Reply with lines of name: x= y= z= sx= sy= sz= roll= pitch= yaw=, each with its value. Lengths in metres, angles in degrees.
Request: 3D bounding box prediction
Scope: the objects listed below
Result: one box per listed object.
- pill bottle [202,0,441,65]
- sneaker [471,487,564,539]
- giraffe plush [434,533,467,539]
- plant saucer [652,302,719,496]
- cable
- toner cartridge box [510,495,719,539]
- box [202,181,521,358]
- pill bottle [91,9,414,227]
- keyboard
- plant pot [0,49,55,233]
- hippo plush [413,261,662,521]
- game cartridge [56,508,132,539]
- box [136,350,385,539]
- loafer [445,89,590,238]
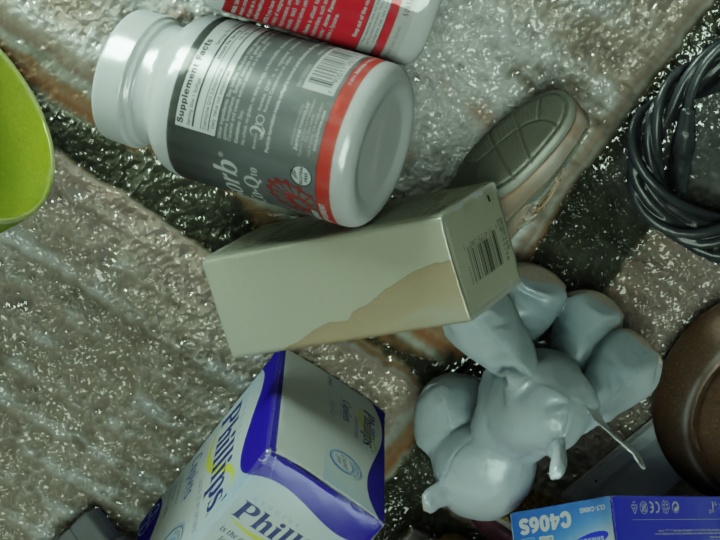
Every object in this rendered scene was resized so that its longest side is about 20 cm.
pill bottle: x=-0.043 y=-0.218 z=1.425 sx=0.200 sy=0.112 sz=0.112 roll=16 pitch=112 yaw=-8
sneaker: x=0.161 y=0.240 z=1.642 sx=0.200 sy=0.075 sz=0.090 roll=27 pitch=115 yaw=-12
giraffe plush: x=0.044 y=0.314 z=1.647 sx=0.162 sy=0.173 sz=0.200 roll=-31 pitch=151 yaw=25
plant saucer: x=0.324 y=0.105 z=1.603 sx=0.200 sy=0.035 sz=0.201 roll=-2 pitch=116 yaw=-4
cable: x=0.289 y=-0.098 z=1.521 sx=0.163 sy=0.051 sz=0.200 roll=39 pitch=110 yaw=-10
toner cartridge box: x=0.211 y=0.193 z=1.559 sx=0.095 sy=0.200 sz=0.043 roll=-18 pitch=73 yaw=42
box: x=0.000 y=0.000 z=1.485 sx=0.200 sy=0.095 sz=0.078 roll=-10 pitch=103 yaw=32
pill bottle: x=-0.074 y=-0.109 z=1.442 sx=0.200 sy=0.116 sz=0.116 roll=17 pitch=114 yaw=19
keyboard: x=0.247 y=0.131 z=1.635 sx=0.200 sy=0.011 sz=0.056 roll=-42 pitch=112 yaw=16
plant pot: x=-0.348 y=-0.063 z=1.469 sx=0.200 sy=0.187 sz=0.187 roll=-35 pitch=110 yaw=29
hippo plush: x=0.126 y=0.110 z=1.555 sx=0.159 sy=0.200 sz=0.161 roll=-3 pitch=140 yaw=-34
game cartridge: x=-0.187 y=0.299 z=1.642 sx=0.130 sy=0.038 sz=0.200 roll=-43 pitch=77 yaw=12
box: x=-0.079 y=0.188 z=1.560 sx=0.105 sy=0.184 sz=0.200 roll=35 pitch=108 yaw=-12
loafer: x=0.098 y=-0.049 z=1.531 sx=0.063 sy=0.072 sz=0.200 roll=32 pitch=116 yaw=-31
